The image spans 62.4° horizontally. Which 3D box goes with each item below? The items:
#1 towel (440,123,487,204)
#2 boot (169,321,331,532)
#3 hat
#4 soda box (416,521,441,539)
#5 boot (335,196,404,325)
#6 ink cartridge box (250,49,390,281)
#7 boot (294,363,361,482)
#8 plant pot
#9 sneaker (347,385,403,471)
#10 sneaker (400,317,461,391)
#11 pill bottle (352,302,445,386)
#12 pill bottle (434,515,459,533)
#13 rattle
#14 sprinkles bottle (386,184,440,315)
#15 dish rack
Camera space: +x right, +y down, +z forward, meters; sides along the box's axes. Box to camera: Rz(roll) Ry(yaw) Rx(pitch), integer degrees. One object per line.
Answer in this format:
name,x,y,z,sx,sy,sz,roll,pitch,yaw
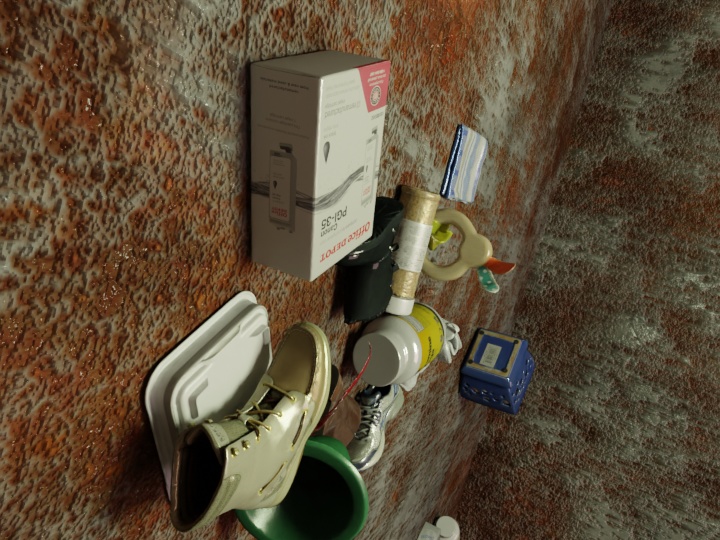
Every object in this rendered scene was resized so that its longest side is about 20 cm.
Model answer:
towel,0.219,-0.214,1.229,0.199,0.023,0.150,-7,112,-65
boot,-0.103,0.145,0.583,0.154,0.071,0.204,23,85,-65
hat,-0.054,0.237,0.779,0.177,0.196,0.168,-72,139,-67
soda box,0.210,0.968,2.029,0.200,0.062,0.070,-46,146,-47
boot,-0.001,0.000,0.824,0.198,0.072,0.166,-38,144,-54
ink cartridge box,-0.042,-0.113,0.621,0.146,0.081,0.204,-39,141,-53
boot,-0.060,0.255,0.893,0.188,0.063,0.201,-60,159,-23
plant pot,0.431,0.309,1.897,0.202,0.197,0.181,-59,147,-28
sneaker,0.014,0.258,1.060,0.201,0.075,0.086,-60,146,-44
sneaker,0.136,0.174,1.205,0.075,0.113,0.204,-37,139,-53
pill bottle,0.066,0.126,1.011,0.199,0.110,0.115,-17,122,-63
pill bottle,0.332,1.017,2.298,0.105,0.102,0.202,-57,153,-30
rattle,0.190,-0.024,1.074,0.132,0.197,0.143,-65,156,-13
sprinkles bottle,0.075,-0.032,0.970,0.068,0.067,0.205,-7,113,-65
dish rack,-0.142,0.143,0.633,0.172,0.043,0.204,-46,145,-46
